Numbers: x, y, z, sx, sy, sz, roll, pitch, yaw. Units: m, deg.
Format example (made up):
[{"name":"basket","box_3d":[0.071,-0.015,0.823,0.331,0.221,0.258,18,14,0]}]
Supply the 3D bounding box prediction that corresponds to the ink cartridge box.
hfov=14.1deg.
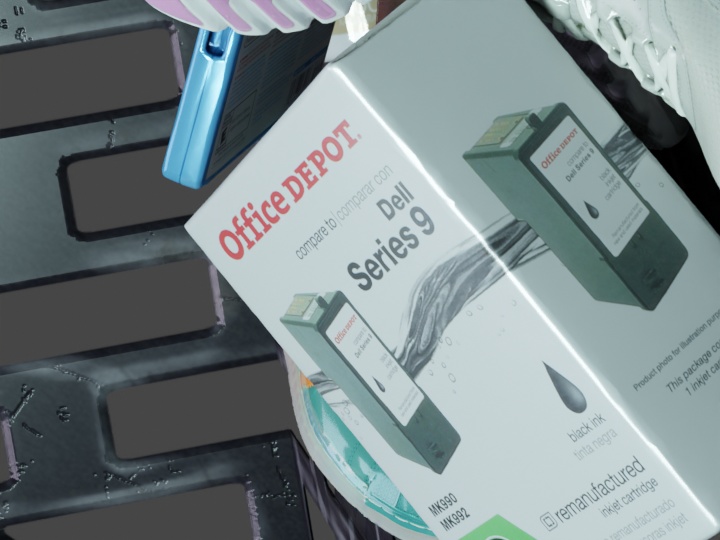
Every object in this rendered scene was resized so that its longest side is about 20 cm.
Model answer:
[{"name":"ink cartridge box","box_3d":[0.049,0.013,1.013,0.200,0.084,0.146,50,147,2]}]

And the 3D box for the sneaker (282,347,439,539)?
[{"name":"sneaker","box_3d":[0.008,0.014,1.122,0.080,0.071,0.201,107,148,-43]}]

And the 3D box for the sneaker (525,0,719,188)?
[{"name":"sneaker","box_3d":[0.093,-0.092,0.989,0.076,0.091,0.201,87,170,-50]}]

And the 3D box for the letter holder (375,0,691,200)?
[{"name":"letter holder","box_3d":[0.074,-0.050,1.182,0.143,0.100,0.201,92,166,-52]}]

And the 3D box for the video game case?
[{"name":"video game case","box_3d":[-0.022,-0.144,1.121,0.143,0.018,0.201,-46,-25,-64]}]

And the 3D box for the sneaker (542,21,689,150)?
[{"name":"sneaker","box_3d":[0.087,-0.137,1.091,0.075,0.082,0.201,24,144,62]}]

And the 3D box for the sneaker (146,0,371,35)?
[{"name":"sneaker","box_3d":[0.005,-0.151,0.991,0.081,0.199,0.089,53,-155,-36]}]

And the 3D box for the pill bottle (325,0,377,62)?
[{"name":"pill bottle","box_3d":[-0.005,-0.215,1.506,0.120,0.119,0.201,-135,35,-78]}]
